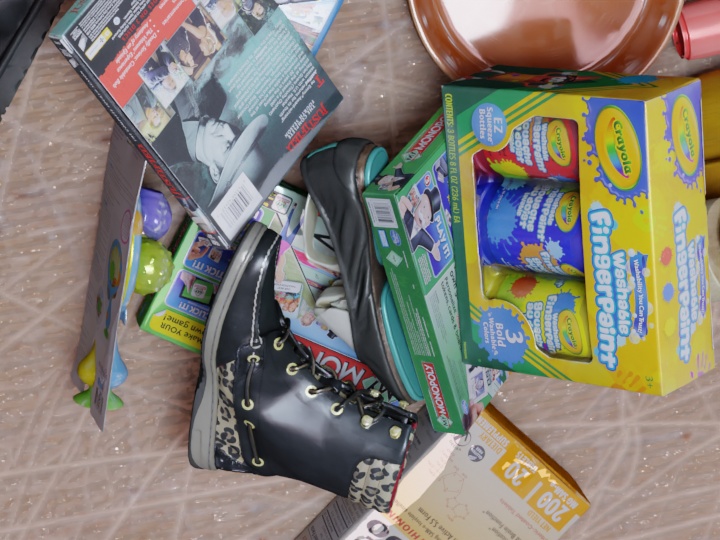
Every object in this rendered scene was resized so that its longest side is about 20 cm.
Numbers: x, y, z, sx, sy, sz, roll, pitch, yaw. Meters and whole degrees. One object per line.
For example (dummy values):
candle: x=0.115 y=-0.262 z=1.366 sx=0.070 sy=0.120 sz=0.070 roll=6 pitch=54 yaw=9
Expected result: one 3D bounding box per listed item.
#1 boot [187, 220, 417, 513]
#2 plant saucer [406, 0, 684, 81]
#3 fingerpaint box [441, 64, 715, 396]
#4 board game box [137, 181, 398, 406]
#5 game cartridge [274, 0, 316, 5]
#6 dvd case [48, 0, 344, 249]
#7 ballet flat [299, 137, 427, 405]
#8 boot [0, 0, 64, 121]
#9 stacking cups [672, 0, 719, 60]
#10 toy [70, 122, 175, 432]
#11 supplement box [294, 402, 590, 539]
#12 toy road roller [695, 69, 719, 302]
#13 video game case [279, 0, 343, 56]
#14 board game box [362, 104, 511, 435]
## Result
boot: x=-0.031 y=0.070 z=1.727 sx=0.153 sy=0.074 sz=0.204 roll=17 pitch=124 yaw=7
plant saucer: x=0.128 y=-0.209 z=1.764 sx=0.200 sy=0.032 sz=0.201 roll=-1 pitch=99 yaw=-8
fingerpaint box: x=0.145 y=-0.029 z=1.687 sx=0.073 sy=0.167 sz=0.200 roll=-23 pitch=114 yaw=-47
board game box: x=-0.040 y=0.017 z=1.801 sx=0.200 sy=0.029 sz=0.135 roll=23 pitch=100 yaw=-16
game cartridge: x=-0.040 y=-0.281 z=1.702 sx=0.129 sy=0.038 sz=0.200 roll=-6 pitch=106 yaw=-5
dvd case: x=-0.104 y=-0.133 z=1.666 sx=0.146 sy=0.022 sz=0.200 roll=-54 pitch=126 yaw=-23
ballet flat: x=0.000 y=0.000 z=1.745 sx=0.068 sy=0.068 sz=0.200 roll=-1 pitch=114 yaw=24
boot: x=-0.275 y=-0.204 z=1.674 sx=0.158 sy=0.079 sz=0.211 roll=26 pitch=100 yaw=-16
stacking cups: x=0.321 y=-0.193 z=1.806 sx=0.200 sy=0.061 sz=0.061 roll=-11 pitch=108 yaw=-2
toy: x=-0.157 y=0.000 z=1.738 sx=0.047 sy=0.115 sz=0.200 roll=9 pitch=104 yaw=-20
supplement box: x=0.052 y=0.194 z=1.853 sx=0.126 sy=0.074 sz=0.200 roll=42 pitch=95 yaw=-18
toy road roller: x=0.257 y=-0.064 z=1.766 sx=0.200 sy=0.123 sz=0.146 roll=-21 pitch=97 yaw=-45
video game case: x=-0.071 y=-0.224 z=1.738 sx=0.143 sy=0.018 sz=0.200 roll=25 pitch=99 yaw=-17
board game box: x=0.070 y=-0.005 z=1.757 sx=0.029 sy=0.135 sz=0.200 roll=5 pitch=126 yaw=33
